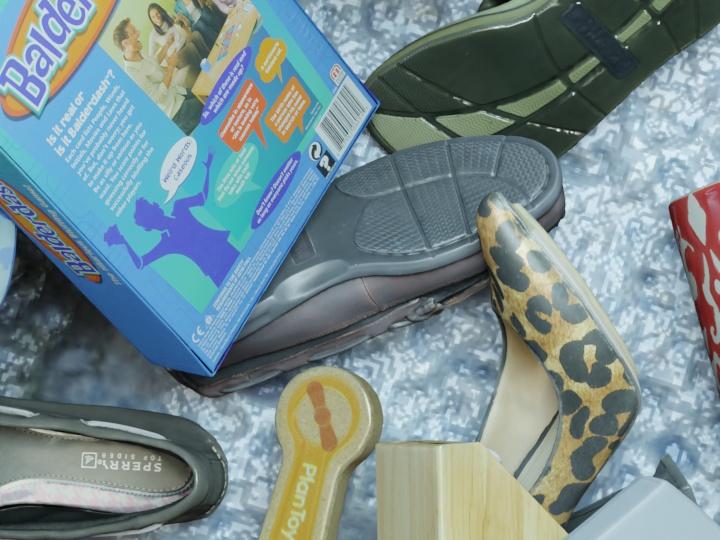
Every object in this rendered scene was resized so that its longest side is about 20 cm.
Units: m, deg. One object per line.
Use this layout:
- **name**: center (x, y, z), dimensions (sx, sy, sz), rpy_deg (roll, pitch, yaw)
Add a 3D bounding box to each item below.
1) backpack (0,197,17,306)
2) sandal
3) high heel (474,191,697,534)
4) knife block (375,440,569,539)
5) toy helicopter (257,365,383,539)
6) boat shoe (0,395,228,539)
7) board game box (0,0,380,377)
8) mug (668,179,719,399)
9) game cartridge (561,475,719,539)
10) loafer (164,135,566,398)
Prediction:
- **backpack**: center (-0.247, -0.036, 1.204), dimensions (0.200, 0.147, 0.183), rpy_deg (-2, 90, 40)
- **sandal**: center (0.092, -0.105, 1.265), dimensions (0.201, 0.057, 0.080), rpy_deg (-31, 113, 18)
- **high heel**: center (0.051, 0.071, 1.232), dimensions (0.143, 0.071, 0.200), rpy_deg (-29, 120, -1)
- **knife block**: center (0.041, 0.192, 1.180), dimensions (0.200, 0.064, 0.176), rpy_deg (47, 70, -16)
- **toy helicopter**: center (-0.025, 0.142, 1.247), dimensions (0.132, 0.079, 0.200), rpy_deg (14, 89, 23)
- **boat shoe**: center (-0.159, 0.088, 1.283), dimensions (0.200, 0.057, 0.067), rpy_deg (0, 90, 4)
- **board game box**: center (-0.091, -0.075, 1.189), dimensions (0.045, 0.200, 0.152), rpy_deg (10, 60, 43)
- **mug**: center (0.224, 0.043, 1.210), dimensions (0.133, 0.178, 0.200), rpy_deg (-15, 84, -30)
- **game cartridge**: center (0.131, 0.191, 1.169), dimensions (0.133, 0.040, 0.200), rpy_deg (-36, 105, -19)
- **loafer**: center (0.000, 0.000, 1.272), dimensions (0.200, 0.063, 0.072), rpy_deg (-21, 47, 7)
